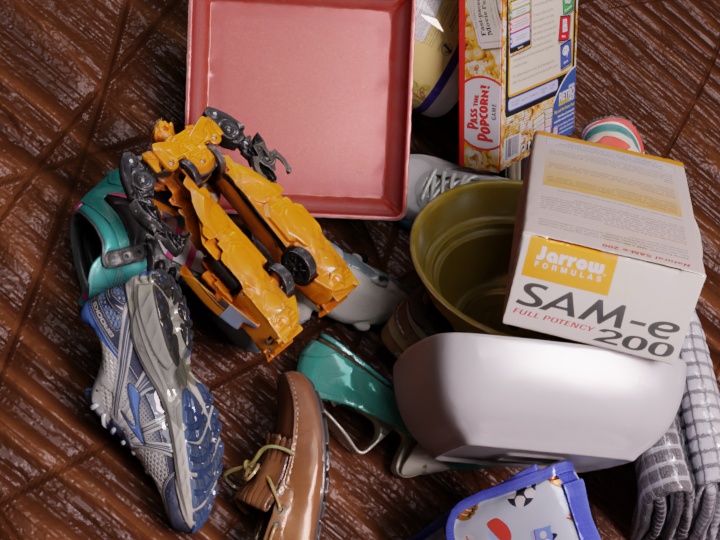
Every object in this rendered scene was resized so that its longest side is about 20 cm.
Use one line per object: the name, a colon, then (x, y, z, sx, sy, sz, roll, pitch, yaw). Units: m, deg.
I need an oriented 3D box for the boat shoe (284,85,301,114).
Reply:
boat shoe: (-0.057, -0.156, 1.084, 0.199, 0.060, 0.073, 16, 60, -17)

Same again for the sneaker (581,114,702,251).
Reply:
sneaker: (0.268, -0.049, 1.135, 0.200, 0.070, 0.094, 51, 39, -29)

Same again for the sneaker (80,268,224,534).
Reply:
sneaker: (-0.162, 0.103, 0.897, 0.084, 0.077, 0.204, -11, 95, 14)

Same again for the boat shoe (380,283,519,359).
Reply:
boat shoe: (0.101, 0.082, 1.031, 0.199, 0.074, 0.076, 36, 41, -24)

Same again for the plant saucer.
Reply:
plant saucer: (-0.054, -0.149, 1.029, 0.196, 0.037, 0.203, 2, 95, -7)

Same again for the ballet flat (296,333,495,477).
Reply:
ballet flat: (0.028, 0.132, 0.986, 0.198, 0.067, 0.071, 32, 81, -6)

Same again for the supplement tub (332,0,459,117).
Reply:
supplement tub: (0.021, -0.251, 1.115, 0.198, 0.146, 0.147, 25, 58, -10)

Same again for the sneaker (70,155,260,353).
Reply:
sneaker: (-0.164, 0.006, 0.940, 0.200, 0.084, 0.120, 47, 51, 13)

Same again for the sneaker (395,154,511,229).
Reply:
sneaker: (0.098, -0.067, 1.062, 0.197, 0.087, 0.076, 20, 75, 17)

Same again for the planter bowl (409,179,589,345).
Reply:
planter bowl: (0.132, 0.020, 0.950, 0.197, 0.084, 0.202, 5, 40, -4)

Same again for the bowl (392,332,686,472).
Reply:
bowl: (0.127, 0.105, 0.878, 0.196, 0.200, 0.076, 6, 75, -9)

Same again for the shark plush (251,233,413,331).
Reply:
shark plush: (0.000, 0.000, 1.032, 0.197, 0.092, 0.084, 8, 31, -14)

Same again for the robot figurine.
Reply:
robot figurine: (-0.101, -0.034, 0.916, 0.201, 0.058, 0.145, 49, 49, 5)

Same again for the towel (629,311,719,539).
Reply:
towel: (0.262, 0.139, 1.010, 0.084, 0.201, 0.168, -11, 61, 6)

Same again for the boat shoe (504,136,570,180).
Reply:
boat shoe: (0.181, -0.046, 1.115, 0.074, 0.073, 0.203, 26, 53, -43)

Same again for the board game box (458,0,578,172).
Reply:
board game box: (0.146, -0.208, 1.066, 0.046, 0.203, 0.151, 13, 26, 34)

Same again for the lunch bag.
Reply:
lunch bag: (0.127, 0.249, 0.882, 0.122, 0.200, 0.172, -9, 70, -27)

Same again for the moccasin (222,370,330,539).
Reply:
moccasin: (-0.068, 0.178, 0.906, 0.076, 0.074, 0.205, 9, 78, -12)

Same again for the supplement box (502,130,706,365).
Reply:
supplement box: (0.175, -0.024, 0.861, 0.124, 0.075, 0.201, 13, 28, 5)
